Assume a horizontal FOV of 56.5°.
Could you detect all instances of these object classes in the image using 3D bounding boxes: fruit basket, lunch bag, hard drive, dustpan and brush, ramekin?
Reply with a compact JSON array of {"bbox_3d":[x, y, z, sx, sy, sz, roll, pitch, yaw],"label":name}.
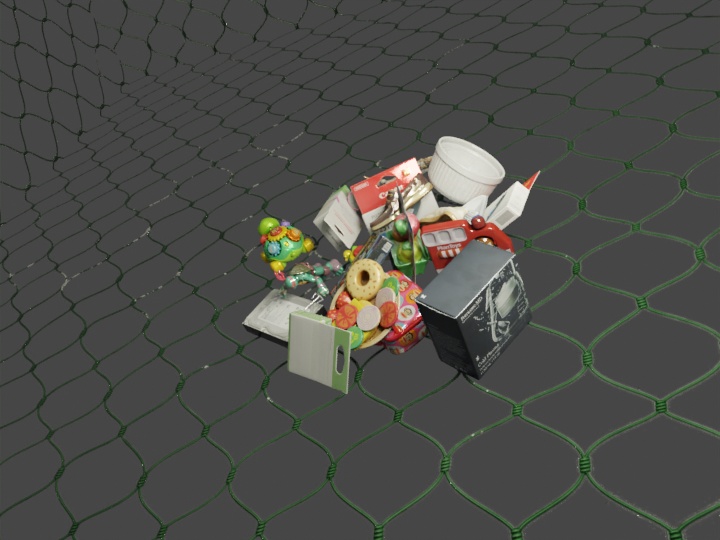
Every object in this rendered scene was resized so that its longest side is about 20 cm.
[{"bbox_3d":[0.106,-0.088,1.647,0.093,0.201,0.186,-15,46,2],"label":"fruit basket"},{"bbox_3d":[0.074,0.104,1.580,0.176,0.082,0.200,-38,39,-8],"label":"lunch bag"},{"bbox_3d":[-0.200,0.124,1.750,0.199,0.038,0.140,15,53,43],"label":"hard drive"},{"bbox_3d":[0.237,-0.113,1.726,0.200,0.057,0.140,-48,11,39],"label":"dustpan and brush"},{"bbox_3d":[0.277,-0.261,1.802,0.199,0.105,0.201,19,33,-13],"label":"ramekin"}]

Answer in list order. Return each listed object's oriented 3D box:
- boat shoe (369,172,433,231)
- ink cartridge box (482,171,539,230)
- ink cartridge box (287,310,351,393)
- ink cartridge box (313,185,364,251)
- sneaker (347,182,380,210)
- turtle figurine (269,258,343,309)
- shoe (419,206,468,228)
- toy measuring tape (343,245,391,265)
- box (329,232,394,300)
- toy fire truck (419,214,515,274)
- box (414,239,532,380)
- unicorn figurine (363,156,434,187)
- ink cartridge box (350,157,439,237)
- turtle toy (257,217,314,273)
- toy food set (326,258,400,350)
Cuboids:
[{"bbox_3d":[0.095,-0.182,1.758,0.200,0.072,0.072,-39,1,1],"label":"boat shoe"},{"bbox_3d":[0.343,-0.153,1.655,0.200,0.045,0.177,-45,11,52],"label":"ink cartridge box"},{"bbox_3d":[-0.085,0.182,1.528,0.199,0.146,0.048,12,13,39],"label":"ink cartridge box"},{"bbox_3d":[-0.058,-0.137,1.870,0.067,0.117,0.200,-30,19,32],"label":"ink cartridge box"},{"bbox_3d":[0.063,-0.209,1.908,0.199,0.079,0.096,12,29,-8],"label":"sneaker"},{"bbox_3d":[-0.141,0.026,1.743,0.149,0.101,0.200,9,24,34],"label":"turtle figurine"},{"bbox_3d":[0.203,-0.120,1.669,0.053,0.070,0.200,-43,10,-19],"label":"shoe"},{"bbox_3d":[0.039,-0.022,1.763,0.199,0.074,0.074,11,50,26],"label":"toy measuring tape"},{"bbox_3d":[0.000,0.000,1.672,0.200,0.038,0.137,-55,12,0],"label":"box"},{"bbox_3d":[0.254,-0.051,1.577,0.199,0.168,0.112,-9,40,22],"label":"toy fire truck"},{"bbox_3d":[0.241,0.081,1.405,0.200,0.197,0.124,-44,40,-21],"label":"box"},{"bbox_3d":[0.135,-0.279,2.011,0.199,0.074,0.137,-28,25,-26],"label":"unicorn figurine"},{"bbox_3d":[0.095,-0.187,1.821,0.199,0.177,0.045,-24,6,3],"label":"ink cartridge box"},{"bbox_3d":[-0.239,-0.089,1.972,0.145,0.101,0.200,-36,38,-12],"label":"turtle toy"},{"bbox_3d":[0.007,0.084,1.528,0.200,0.049,0.198,-49,49,3],"label":"toy food set"}]
